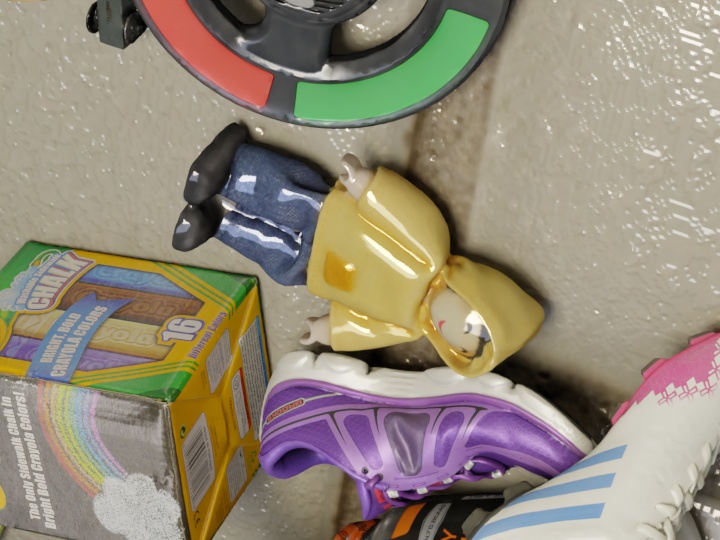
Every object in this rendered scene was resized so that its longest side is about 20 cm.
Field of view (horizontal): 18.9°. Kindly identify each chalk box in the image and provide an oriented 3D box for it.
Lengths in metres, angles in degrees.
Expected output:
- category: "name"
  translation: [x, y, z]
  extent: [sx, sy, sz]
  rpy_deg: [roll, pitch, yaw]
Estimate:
- category: "chalk box"
  translation: [-0.165, 0.071, 1.254]
  extent: [0.199, 0.124, 0.125]
  rpy_deg: [10, 128, 21]

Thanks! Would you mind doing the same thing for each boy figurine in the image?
- category: "boy figurine"
  translation: [0.000, 0.000, 1.160]
  extent: [0.200, 0.064, 0.125]
  rpy_deg: [28, 128, 9]

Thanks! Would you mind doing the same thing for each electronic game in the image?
- category: "electronic game"
  translation: [-0.023, -0.156, 1.055]
  extent: [0.199, 0.042, 0.200]
  rpy_deg: [7, 128, 9]

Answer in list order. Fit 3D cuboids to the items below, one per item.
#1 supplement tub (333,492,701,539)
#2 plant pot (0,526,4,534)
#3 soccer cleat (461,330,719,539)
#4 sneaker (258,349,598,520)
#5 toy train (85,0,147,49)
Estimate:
- category: "supplement tub"
  translation: [0.084, 0.185, 1.209]
  extent: [0.200, 0.123, 0.123]
  rpy_deg: [-7, 120, 30]
- category: "plant pot"
  translation: [-0.356, 0.138, 1.366]
  extent: [0.193, 0.200, 0.201]
  rpy_deg: [32, 132, 18]
- category: "soccer cleat"
  translation: [0.144, 0.115, 1.099]
  extent: [0.086, 0.200, 0.070]
  rpy_deg: [49, 177, 45]
- category: "sneaker"
  translation: [0.036, 0.100, 1.186]
  extent: [0.199, 0.084, 0.081]
  rpy_deg: [5, 158, 26]
- category: "toy train"
  translation: [-0.118, -0.203, 1.084]
  extent: [0.034, 0.046, 0.200]
  rpy_deg: [20, 133, 19]
